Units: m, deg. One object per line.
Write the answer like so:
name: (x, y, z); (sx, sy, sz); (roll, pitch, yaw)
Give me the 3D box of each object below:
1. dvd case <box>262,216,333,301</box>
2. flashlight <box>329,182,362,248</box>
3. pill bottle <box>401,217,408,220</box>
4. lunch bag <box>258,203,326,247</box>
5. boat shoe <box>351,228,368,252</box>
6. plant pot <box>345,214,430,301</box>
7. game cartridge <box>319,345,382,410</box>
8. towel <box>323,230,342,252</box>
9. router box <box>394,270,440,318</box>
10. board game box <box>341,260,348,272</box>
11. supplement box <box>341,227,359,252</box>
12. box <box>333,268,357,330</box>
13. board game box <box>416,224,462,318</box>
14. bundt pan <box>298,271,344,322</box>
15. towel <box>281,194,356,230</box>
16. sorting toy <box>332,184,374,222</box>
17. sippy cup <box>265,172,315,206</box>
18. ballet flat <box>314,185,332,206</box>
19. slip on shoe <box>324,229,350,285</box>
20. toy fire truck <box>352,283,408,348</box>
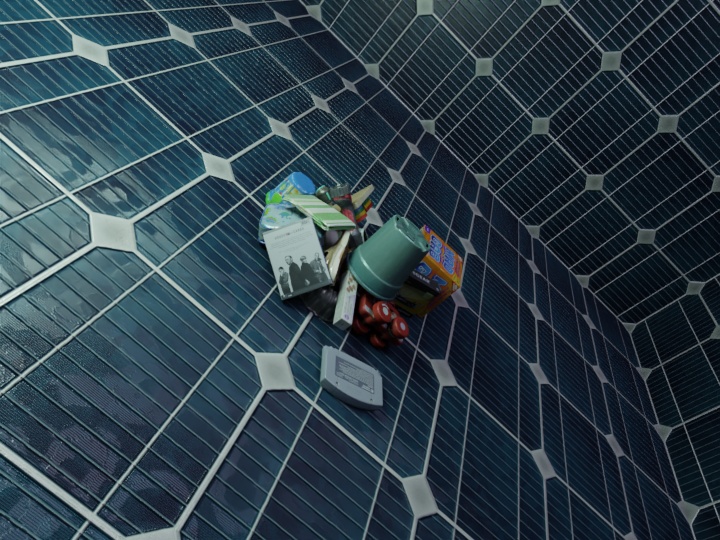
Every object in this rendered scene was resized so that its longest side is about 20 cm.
dvd case: (-0.176, -0.033, 1.456); (0.025, 0.149, 0.202); (69, 3, -81)
flashlight: (-0.044, -0.170, 1.640); (0.068, 0.067, 0.202); (-116, -168, -74)
pill bottle: (0.104, -0.094, 1.851); (0.111, 0.200, 0.112); (31, 34, -24)
lunch bag: (-0.200, -0.129, 1.567); (0.198, 0.083, 0.161); (9, 38, -5)
boat shoe: (0.020, -0.054, 1.756); (0.070, 0.071, 0.202); (-68, 142, -48)
plant pot: (0.093, -0.047, 1.565); (0.200, 0.196, 0.201); (36, 24, -19)
game cartridge: (-0.024, 0.298, 1.412); (0.199, 0.041, 0.134); (32, 31, -24)
towel: (-0.149, -0.084, 1.618); (0.198, 0.031, 0.150); (5, 37, -11)
router box: (0.145, 0.065, 1.764); (0.199, 0.157, 0.052); (28, 35, -28)
board game box: (0.000, 0.000, 1.706); (0.199, 0.096, 0.030); (10, 46, -40)
supplement box: (-0.059, -0.098, 1.775); (0.067, 0.068, 0.200); (55, 31, -14)
box: (-0.040, 0.079, 1.491); (0.039, 0.041, 0.201); (34, 38, -23)
board game box: (0.228, 0.002, 1.894); (0.200, 0.200, 0.200); (41, 31, -12)
bundt pan: (-0.095, 0.052, 1.563); (0.201, 0.076, 0.203); (31, 35, -24)
towel: (-0.121, -0.174, 1.557); (0.199, 0.024, 0.152); (34, 24, 27)
sorting toy: (-0.049, -0.193, 1.791); (0.070, 0.199, 0.199); (58, 29, -15)
sippy cup: (-0.218, -0.243, 1.691); (0.139, 0.130, 0.179); (31, 35, -24)
ballet flat: (-0.133, -0.218, 1.745); (0.068, 0.200, 0.069); (-38, 90, -16)
slip on shoe: (-0.077, -0.047, 1.527); (0.060, 0.076, 0.201); (15, 59, 5)
toy fire truck: (0.066, 0.132, 1.605); (0.200, 0.112, 0.169); (42, 37, -28)
